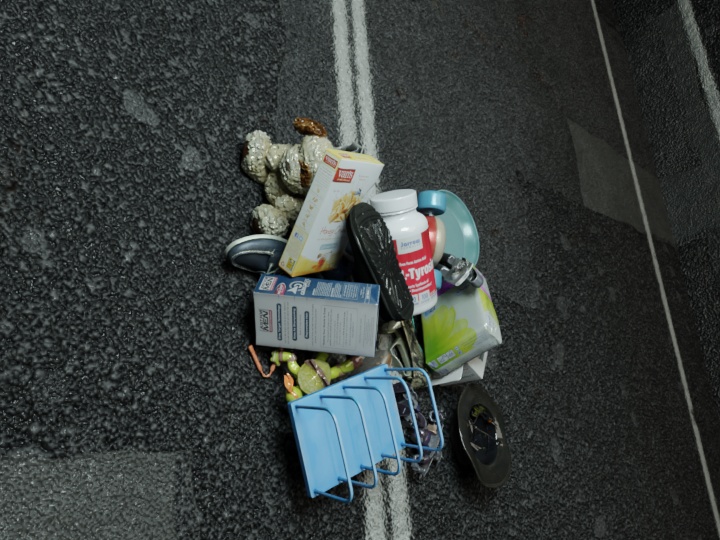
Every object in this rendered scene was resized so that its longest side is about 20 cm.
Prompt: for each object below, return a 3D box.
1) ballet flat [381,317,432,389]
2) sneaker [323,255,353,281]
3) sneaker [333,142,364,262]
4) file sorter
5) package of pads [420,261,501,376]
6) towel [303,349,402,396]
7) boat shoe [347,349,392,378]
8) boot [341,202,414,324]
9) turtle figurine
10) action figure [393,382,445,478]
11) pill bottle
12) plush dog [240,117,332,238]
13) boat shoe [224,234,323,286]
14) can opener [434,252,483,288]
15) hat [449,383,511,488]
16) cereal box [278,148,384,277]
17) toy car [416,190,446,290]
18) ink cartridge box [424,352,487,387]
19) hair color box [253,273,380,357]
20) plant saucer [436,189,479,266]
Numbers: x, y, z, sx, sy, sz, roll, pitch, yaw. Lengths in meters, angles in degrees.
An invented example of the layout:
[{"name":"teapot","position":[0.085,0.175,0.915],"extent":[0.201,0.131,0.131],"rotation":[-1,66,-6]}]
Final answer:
[{"name":"ballet flat","position":[0.083,0.139,1.135],"extent":[0.073,0.067,0.207],"rotation":[-17,88,-25]},{"name":"sneaker","position":[0.000,0.000,1.090],"extent":[0.198,0.081,0.076],"rotation":[35,54,-27]},{"name":"sneaker","position":[-0.019,-0.133,1.030],"extent":[0.074,0.148,0.208],"rotation":[-8,57,-3]},{"name":"file sorter","position":[0.013,0.239,0.859],"extent":[0.195,0.121,0.144],"rotation":[-14,90,-37]},{"name":"package of pads","position":[0.198,0.094,1.149],"extent":[0.068,0.152,0.204],"rotation":[41,29,-29]},{"name":"towel","position":[-0.019,0.208,1.031],"extent":[0.201,0.034,0.195],"rotation":[49,50,-22]},{"name":"boat shoe","position":[0.006,0.233,0.980],"extent":[0.072,0.074,0.203],"rotation":[44,60,-27]},{"name":"boot","position":[-0.013,0.008,0.959],"extent":[0.079,0.154,0.218],"rotation":[-32,104,-52]},{"name":"turtle figurine","position":[-0.077,0.161,0.927],"extent":[0.200,0.065,0.160],"rotation":[46,53,8]},{"name":"action figure","position":[0.114,0.306,1.075],"extent":[0.203,0.067,0.132],"rotation":[57,37,-31]},{"name":"pill bottle","position":[0.072,-0.032,1.007],"extent":[0.111,0.109,0.208],"rotation":[-28,114,-46]},{"name":"plush dog","position":[-0.102,-0.160,0.987],"extent":[0.157,0.169,0.208],"rotation":[2,71,-43]},{"name":"boat shoe","position":[-0.140,-0.010,0.966],"extent":[0.197,0.074,0.064],"rotation":[12,53,-50]},{"name":"can opener","position":[0.189,0.004,1.152],"extent":[0.066,0.200,0.054],"rotation":[40,89,-12]},{"name":"hat","position":[0.232,0.347,1.183],"extent":[0.198,0.080,0.207],"rotation":[29,48,-39]},{"name":"cereal box","position":[-0.046,-0.092,0.921],"extent":[0.039,0.205,0.142],"rotation":[34,22,21]},{"name":"toy car","position":[0.062,-0.061,1.153],"extent":[0.192,0.177,0.192],"rotation":[8,80,-11]},{"name":"ink cartridge box","position":[0.205,0.168,1.197],"extent":[0.067,0.115,0.204],"rotation":[42,50,-25]},{"name":"hair color box","position":[-0.068,0.070,0.901],"extent":[0.061,0.192,0.103],"rotation":[-79,174,-61]},{"name":"plant saucer","position":[0.212,-0.090,1.364],"extent":[0.196,0.035,0.208],"rotation":[20,60,-38]}]
